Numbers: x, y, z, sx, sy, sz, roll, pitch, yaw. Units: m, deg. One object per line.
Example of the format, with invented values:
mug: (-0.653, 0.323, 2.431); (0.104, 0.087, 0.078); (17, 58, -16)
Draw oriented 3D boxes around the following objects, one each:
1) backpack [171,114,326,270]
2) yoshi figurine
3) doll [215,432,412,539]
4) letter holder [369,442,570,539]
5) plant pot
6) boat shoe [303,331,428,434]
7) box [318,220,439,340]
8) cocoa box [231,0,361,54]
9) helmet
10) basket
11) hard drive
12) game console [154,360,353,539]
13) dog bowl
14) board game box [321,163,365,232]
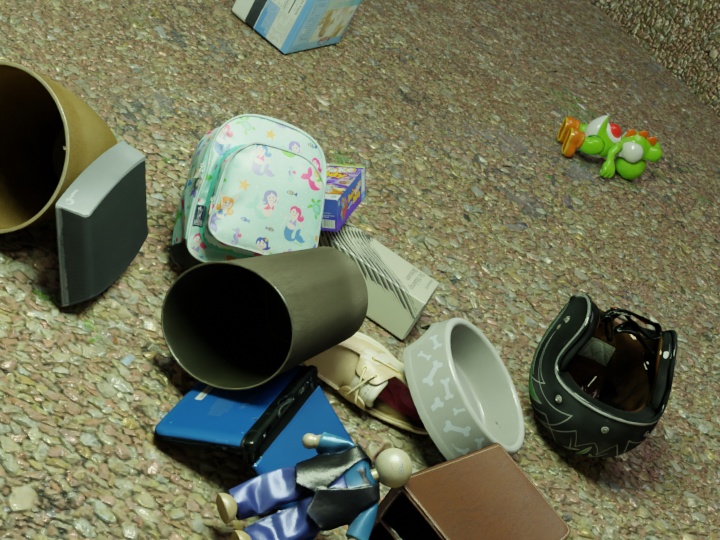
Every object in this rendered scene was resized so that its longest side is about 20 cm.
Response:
backpack: (-0.127, -0.087, 1.798); (0.176, 0.150, 0.203); (17, 71, -21)
yoshi figurine: (0.476, -0.224, 2.845); (0.197, 0.114, 0.112); (11, -10, -9)
doll: (-0.038, 0.228, 1.476); (0.198, 0.049, 0.138); (-19, 71, -20)
letter holder: (0.116, 0.287, 1.587); (0.142, 0.101, 0.199); (47, 31, 23)
plant pot: (-0.369, -0.137, 1.721); (0.186, 0.187, 0.200); (39, 12, 14)
boat shoe: (0.016, 0.133, 1.761); (0.198, 0.074, 0.069); (26, 22, -14)
box: (0.000, 0.000, 1.969); (0.199, 0.069, 0.082); (33, 27, 3)
cocoa box: (-0.100, -0.474, 2.573); (0.131, 0.134, 0.199); (40, 28, 14)
helmet: (0.309, 0.145, 1.925); (0.198, 0.193, 0.200); (20, -6, 2)
basket: (-0.091, 0.043, 1.641); (0.178, 0.138, 0.199); (-1, 8, 33)
hard drive: (-0.289, -0.054, 1.681); (0.042, 0.137, 0.200); (6, 25, 10)
game console: (-0.106, 0.190, 1.601); (0.168, 0.120, 0.200); (5, 21, 17)
dog bowl: (0.130, 0.148, 1.787); (0.200, 0.058, 0.201); (46, 28, -32)
board game box: (-0.105, -0.104, 1.956); (0.197, 0.045, 0.135); (6, 23, 14)
